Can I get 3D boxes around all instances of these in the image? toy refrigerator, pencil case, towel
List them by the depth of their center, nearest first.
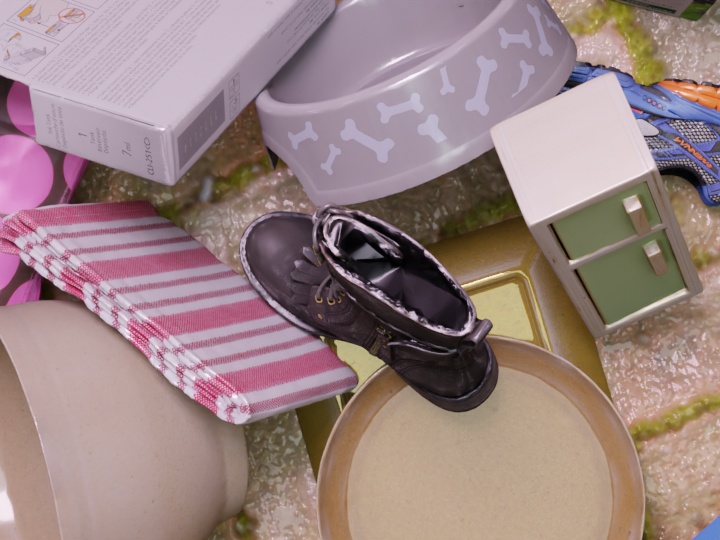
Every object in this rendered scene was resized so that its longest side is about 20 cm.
[{"bbox_3d":[0.140,-0.029,1.019,0.075,0.200,0.071,-24,65,8],"label":"toy refrigerator"},{"bbox_3d":[-0.106,0.023,1.060,0.199,0.146,0.030,38,109,19],"label":"towel"},{"bbox_3d":[-0.208,-0.066,1.116,0.093,0.091,0.202,23,92,2],"label":"pencil case"}]

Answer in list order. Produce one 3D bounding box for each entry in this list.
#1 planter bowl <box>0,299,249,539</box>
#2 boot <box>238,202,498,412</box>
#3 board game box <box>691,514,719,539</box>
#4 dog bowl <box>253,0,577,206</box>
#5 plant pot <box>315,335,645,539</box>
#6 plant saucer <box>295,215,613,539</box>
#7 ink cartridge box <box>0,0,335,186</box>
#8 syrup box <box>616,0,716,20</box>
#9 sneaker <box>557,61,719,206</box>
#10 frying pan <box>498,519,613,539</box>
[{"bbox_3d":[-0.149,0.107,1.073,0.134,0.200,0.202,-13,88,-26],"label":"planter bowl"},{"bbox_3d":[0.000,0.000,1.002,0.199,0.174,0.070,31,79,19],"label":"boot"},{"bbox_3d":[0.196,0.258,1.082,0.200,0.045,0.152,-40,119,2],"label":"board game box"},{"bbox_3d":[0.025,-0.118,1.049,0.199,0.200,0.059,-26,115,2],"label":"dog bowl"},{"bbox_3d":[0.072,0.140,1.084,0.198,0.027,0.203,0,89,1],"label":"plant pot"},{"bbox_3d":[0.058,0.084,1.122,0.198,0.048,0.202,-17,89,2],"label":"plant saucer"},{"bbox_3d":[-0.134,-0.145,1.049,0.175,0.200,0.045,19,135,19],"label":"ink cartridge box"},{"bbox_3d":[0.186,-0.209,1.046,0.078,0.200,0.082,13,89,1],"label":"syrup box"},{"bbox_3d":[0.154,-0.086,1.110,0.198,0.075,0.079,10,93,4],"label":"sneaker"},{"bbox_3d":[0.104,0.240,1.126,0.114,0.031,0.191,32,106,0],"label":"frying pan"}]
